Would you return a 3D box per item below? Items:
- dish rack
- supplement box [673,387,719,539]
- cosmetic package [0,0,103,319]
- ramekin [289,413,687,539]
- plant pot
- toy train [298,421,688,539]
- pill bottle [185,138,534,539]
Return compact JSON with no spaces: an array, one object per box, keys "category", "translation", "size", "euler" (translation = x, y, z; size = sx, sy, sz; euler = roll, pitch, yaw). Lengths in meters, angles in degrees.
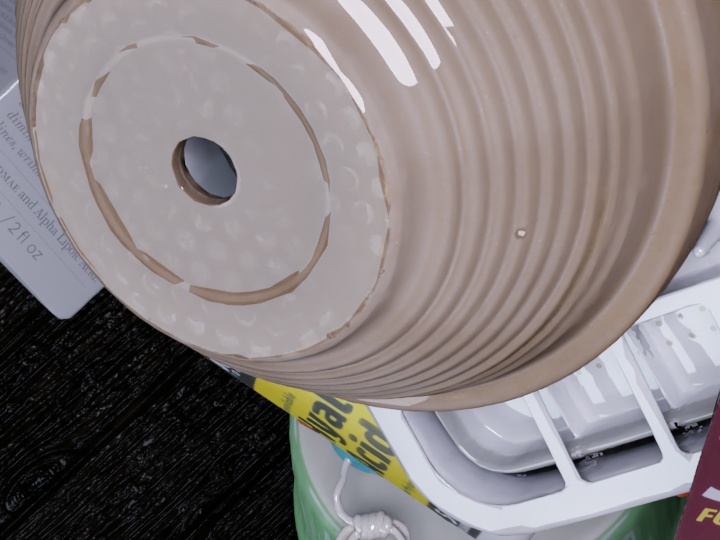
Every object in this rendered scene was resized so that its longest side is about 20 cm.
[{"category":"dish rack","translation":[0.050,-0.033,0.592],"size":[0.171,0.044,0.200],"euler":[-21,105,38]},{"category":"supplement box","translation":[0.152,0.112,0.583],"size":[0.109,0.061,0.200],"euler":[8,143,23]},{"category":"cosmetic package","translation":[-0.087,-0.088,0.889],"size":[0.102,0.200,0.074],"euler":[51,173,-38]},{"category":"ramekin","translation":[0.060,0.085,1.049],"size":[0.200,0.200,0.098],"euler":[44,165,25]},{"category":"plant pot","translation":[-0.016,-0.043,0.540],"size":[0.200,0.093,0.201],"euler":[15,122,25]},{"category":"toy train","translation":[0.070,0.056,0.939],"size":[0.056,0.200,0.150],"euler":[74,178,-58]},{"category":"pill bottle","translation":[0.000,0.000,0.763],"size":[0.200,0.111,0.111],"euler":[33,172,6]}]
